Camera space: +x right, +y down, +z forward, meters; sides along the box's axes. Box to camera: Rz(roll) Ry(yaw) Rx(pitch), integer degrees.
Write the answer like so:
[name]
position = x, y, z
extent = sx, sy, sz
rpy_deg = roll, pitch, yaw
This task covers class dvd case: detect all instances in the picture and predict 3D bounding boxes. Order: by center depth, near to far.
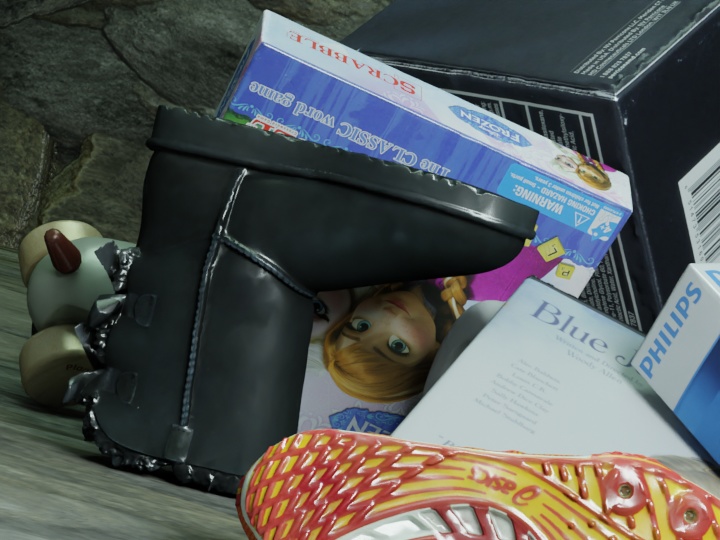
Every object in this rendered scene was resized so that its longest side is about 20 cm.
[dvd case]
position = 0.100, 0.073, 0.871
extent = 0.142, 0.018, 0.200
rpy_deg = 27, 28, 11

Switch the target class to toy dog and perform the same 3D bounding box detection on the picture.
[toy dog]
position = -0.099, -0.002, 1.145
extent = 0.132, 0.199, 0.096
rpy_deg = 54, -22, 28

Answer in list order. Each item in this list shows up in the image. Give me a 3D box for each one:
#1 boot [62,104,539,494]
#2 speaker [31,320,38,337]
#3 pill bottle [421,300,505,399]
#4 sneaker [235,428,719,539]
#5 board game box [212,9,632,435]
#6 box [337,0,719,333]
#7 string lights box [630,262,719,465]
[boot]
position = -0.031, 0.023, 0.956
extent = 0.198, 0.163, 0.073
rpy_deg = 13, 0, 12
[speaker]
position = -0.141, 0.037, 1.302
extent = 0.081, 0.082, 0.200
rpy_deg = 13, 1, 5
[pill bottle]
position = 0.135, 0.088, 1.010
extent = 0.199, 0.113, 0.112
rpy_deg = 13, 0, -16
[sneaker]
position = 0.056, 0.094, 0.752
extent = 0.199, 0.073, 0.077
rpy_deg = 16, -9, 1
[board game box]
position = 0.000, 0.000, 1.053
extent = 0.199, 0.200, 0.041
rpy_deg = 23, 29, -10
[box]
position = 0.112, -0.053, 1.165
extent = 0.198, 0.201, 0.123
rpy_deg = 13, 42, 40
[string lights box]
position = 0.212, 0.081, 0.863
extent = 0.102, 0.059, 0.200
rpy_deg = -2, 41, -39
